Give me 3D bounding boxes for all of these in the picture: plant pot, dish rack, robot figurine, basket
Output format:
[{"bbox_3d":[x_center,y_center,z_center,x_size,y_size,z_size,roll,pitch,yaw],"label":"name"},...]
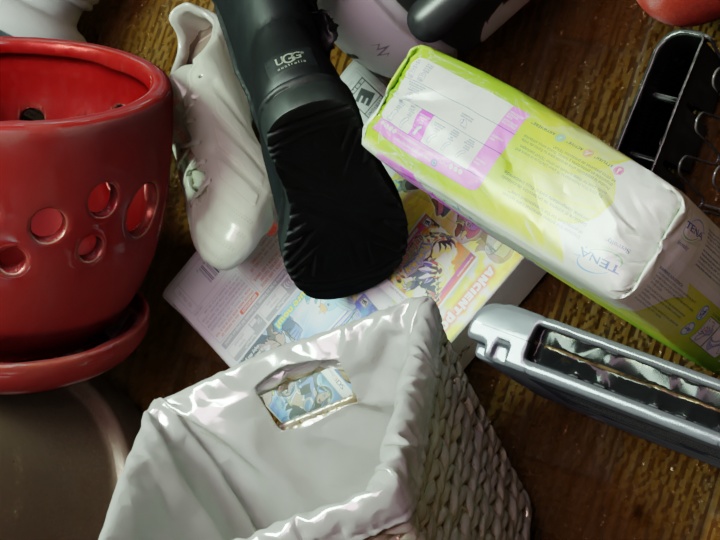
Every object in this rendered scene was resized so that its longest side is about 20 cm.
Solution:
[{"bbox_3d":[-0.212,-0.034,1.371,0.200,0.200,0.183,13,114,29],"label":"plant pot"},{"bbox_3d":[0.236,-0.040,1.260,0.200,0.054,0.154,20,88,37],"label":"dish rack"},{"bbox_3d":[0.059,-0.203,1.357,0.200,0.150,0.125,-41,75,18],"label":"robot figurine"},{"bbox_3d":[-0.020,0.152,1.243,0.198,0.161,0.200,-22,23,19],"label":"basket"},{"bbox_3d":[-0.249,0.143,1.408,0.200,0.175,0.201,-6,76,25],"label":"plant pot"}]

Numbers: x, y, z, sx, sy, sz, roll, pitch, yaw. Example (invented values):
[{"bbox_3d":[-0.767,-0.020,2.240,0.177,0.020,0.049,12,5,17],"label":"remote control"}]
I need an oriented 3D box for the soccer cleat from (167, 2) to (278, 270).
[{"bbox_3d":[-0.094,-0.084,1.399,0.069,0.077,0.200,-34,40,28],"label":"soccer cleat"}]

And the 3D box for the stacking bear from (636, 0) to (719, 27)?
[{"bbox_3d":[0.245,-0.184,1.257,0.199,0.121,0.114,-5,72,27],"label":"stacking bear"}]

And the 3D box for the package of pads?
[{"bbox_3d":[0.111,-0.034,1.202,0.200,0.154,0.068,33,90,34],"label":"package of pads"}]

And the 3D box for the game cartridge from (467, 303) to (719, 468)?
[{"bbox_3d":[0.168,0.074,1.229,0.200,0.133,0.042,20,88,30],"label":"game cartridge"}]

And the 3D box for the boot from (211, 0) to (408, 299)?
[{"bbox_3d":[-0.033,-0.101,1.316,0.076,0.200,0.169,-16,54,0],"label":"boot"}]

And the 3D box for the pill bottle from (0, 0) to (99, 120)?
[{"bbox_3d":[-0.251,-0.132,1.506,0.119,0.120,0.201,26,90,30],"label":"pill bottle"}]

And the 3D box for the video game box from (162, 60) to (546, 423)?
[{"bbox_3d":[0.000,0.000,1.386,0.200,0.047,0.182,-50,58,9],"label":"video game box"}]
